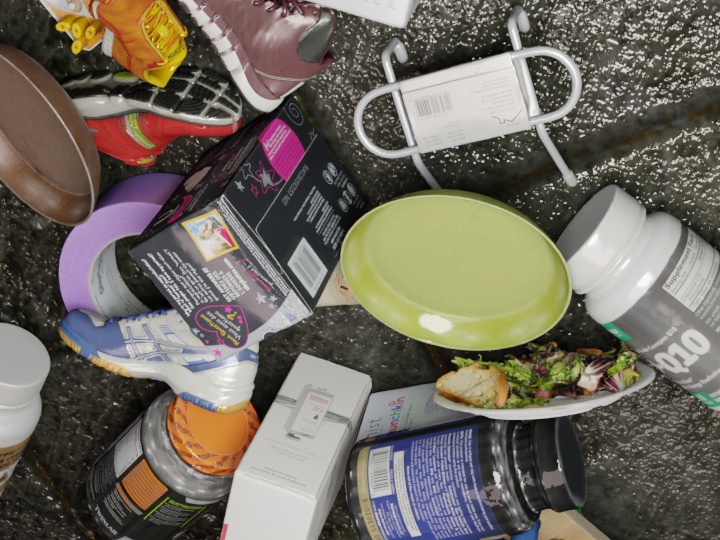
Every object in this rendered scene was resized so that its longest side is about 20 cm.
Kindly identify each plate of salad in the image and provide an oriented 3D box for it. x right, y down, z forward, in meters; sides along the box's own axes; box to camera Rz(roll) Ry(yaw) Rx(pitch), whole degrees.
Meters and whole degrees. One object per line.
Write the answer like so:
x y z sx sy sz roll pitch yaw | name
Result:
0.161 0.091 1.204 0.198 0.200 0.048 -6 97 18 | plate of salad

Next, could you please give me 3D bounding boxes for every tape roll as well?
-0.190 0.008 1.321 0.198 0.066 0.202 7 121 12 | tape roll

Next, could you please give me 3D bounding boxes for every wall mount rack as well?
0.103 -0.127 1.160 0.198 0.075 0.175 -11 113 21 | wall mount rack

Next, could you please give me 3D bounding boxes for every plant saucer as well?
-0.306 -0.132 1.244 0.200 0.034 0.201 31 145 25 | plant saucer
0.082 -0.005 1.152 0.198 0.031 0.201 9 142 7 | plant saucer

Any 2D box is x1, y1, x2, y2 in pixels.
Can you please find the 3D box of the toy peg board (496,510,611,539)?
0.156 0.329 1.287 0.199 0.098 0.200 40 121 -13 | toy peg board

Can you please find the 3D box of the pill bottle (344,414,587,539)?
0.095 0.187 1.207 0.199 0.112 0.112 -15 115 22 | pill bottle

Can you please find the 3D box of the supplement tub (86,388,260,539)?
-0.189 0.196 1.376 0.122 0.123 0.200 39 134 -9 | supplement tub

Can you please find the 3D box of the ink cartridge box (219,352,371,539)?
-0.064 0.200 1.319 0.082 0.200 0.147 18 123 6 | ink cartridge box

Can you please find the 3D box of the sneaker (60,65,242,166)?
-0.191 -0.136 1.238 0.198 0.077 0.085 6 127 24 | sneaker

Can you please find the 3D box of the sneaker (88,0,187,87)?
-0.174 -0.209 1.110 0.077 0.200 0.073 33 82 2 | sneaker

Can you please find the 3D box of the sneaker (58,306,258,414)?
-0.187 0.062 1.283 0.199 0.075 0.089 19 99 8 | sneaker

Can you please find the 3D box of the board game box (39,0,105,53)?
-0.241 -0.315 1.165 0.199 0.026 0.200 -31 108 29 | board game box

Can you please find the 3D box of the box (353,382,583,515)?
0.111 0.211 1.341 0.175 0.097 0.201 -12 117 19 | box

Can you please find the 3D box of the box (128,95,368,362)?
-0.092 -0.037 1.185 0.114 0.200 0.132 -27 110 29 | box

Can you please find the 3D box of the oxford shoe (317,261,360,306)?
0.000 0.000 1.257 0.199 0.074 0.071 -17 114 24 | oxford shoe

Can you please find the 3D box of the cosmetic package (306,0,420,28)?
-0.007 -0.307 1.002 0.164 0.200 0.166 16 123 5 | cosmetic package

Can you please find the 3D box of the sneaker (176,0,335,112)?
-0.087 -0.238 1.138 0.115 0.076 0.200 -27 128 10 | sneaker

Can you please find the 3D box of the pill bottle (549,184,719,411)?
0.268 0.022 1.175 0.199 0.113 0.113 37 122 -7 | pill bottle

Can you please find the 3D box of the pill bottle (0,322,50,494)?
-0.404 0.156 1.436 0.114 0.115 0.201 30 123 -4 | pill bottle
